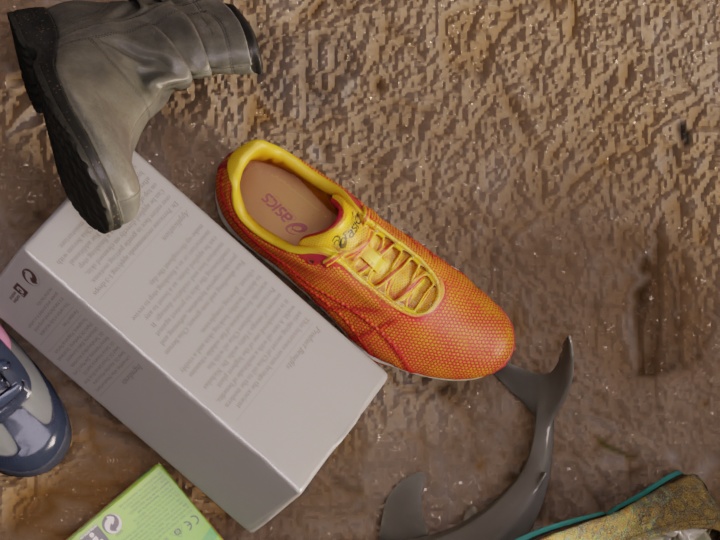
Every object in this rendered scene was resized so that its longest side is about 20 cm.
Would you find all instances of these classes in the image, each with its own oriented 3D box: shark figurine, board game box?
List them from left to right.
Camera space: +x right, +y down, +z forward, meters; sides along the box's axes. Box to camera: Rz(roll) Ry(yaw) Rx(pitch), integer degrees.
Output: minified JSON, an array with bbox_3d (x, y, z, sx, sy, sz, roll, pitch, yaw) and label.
[{"bbox_3d":[-0.087,0.215,1.232,0.096,0.030,0.200,-40,90,-13],"label":"board game box"},{"bbox_3d":[0.065,0.145,1.245,0.214,0.090,0.128,-39,93,-12],"label":"shark figurine"}]

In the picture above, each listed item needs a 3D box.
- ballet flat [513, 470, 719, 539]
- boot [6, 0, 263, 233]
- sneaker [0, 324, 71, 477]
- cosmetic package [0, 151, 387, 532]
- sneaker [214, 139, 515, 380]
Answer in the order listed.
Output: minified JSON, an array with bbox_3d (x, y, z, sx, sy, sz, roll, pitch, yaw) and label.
[{"bbox_3d":[0.141,0.165,1.228,0.200,0.071,0.071,-15,86,-45],"label":"ballet flat"},{"bbox_3d":[-0.112,-0.105,1.196,0.131,0.200,0.068,-16,129,-10],"label":"boot"},{"bbox_3d":[-0.234,0.035,1.194,0.200,0.082,0.070,45,76,-4],"label":"sneaker"},{"bbox_3d":[-0.096,0.037,1.214,0.200,0.071,0.101,42,52,-4],"label":"cosmetic package"},{"bbox_3d":[0.000,0.000,1.246,0.200,0.077,0.073,32,79,-3],"label":"sneaker"}]
